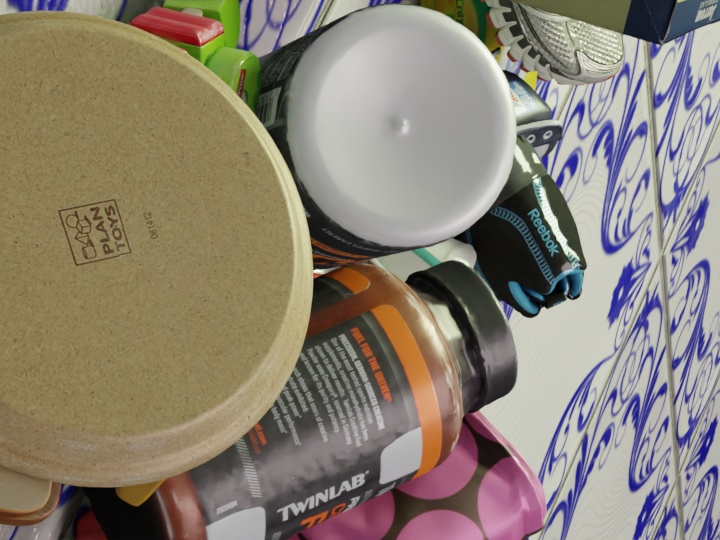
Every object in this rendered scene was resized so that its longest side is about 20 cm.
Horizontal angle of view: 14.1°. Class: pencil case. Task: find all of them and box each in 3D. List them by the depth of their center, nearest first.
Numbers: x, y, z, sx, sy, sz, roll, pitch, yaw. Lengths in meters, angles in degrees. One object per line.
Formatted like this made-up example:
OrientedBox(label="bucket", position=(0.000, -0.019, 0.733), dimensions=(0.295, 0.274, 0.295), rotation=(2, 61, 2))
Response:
OrientedBox(label="pencil case", position=(-0.012, 0.137, 1.420), dimensions=(0.200, 0.094, 0.091), rotation=(-29, 146, -16))

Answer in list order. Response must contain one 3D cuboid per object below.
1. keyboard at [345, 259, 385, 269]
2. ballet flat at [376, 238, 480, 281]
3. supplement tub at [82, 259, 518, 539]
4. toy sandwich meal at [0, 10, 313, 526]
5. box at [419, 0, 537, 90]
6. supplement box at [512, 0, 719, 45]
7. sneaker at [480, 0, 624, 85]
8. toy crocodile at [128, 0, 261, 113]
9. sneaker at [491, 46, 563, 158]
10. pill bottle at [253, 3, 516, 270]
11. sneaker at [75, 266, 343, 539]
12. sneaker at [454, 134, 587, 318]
OrientedBox(label="keyboard", position=(-0.006, 0.037, 1.526), dimensions=(0.011, 0.056, 0.200), rotation=(-45, 171, -23))
OrientedBox(label="ballet flat", position=(0.000, 0.000, 1.542), dimensions=(0.070, 0.069, 0.200), rotation=(-67, -163, -14))
OrientedBox(label="supplement tub", position=(-0.027, 0.063, 1.345), dimensions=(0.200, 0.107, 0.107), rotation=(-23, 140, -23))
OrientedBox(label="toy sandwich meal", position=(-0.113, 0.002, 1.084), dimensions=(0.205, 0.205, 0.070), rotation=(-62, -168, -29))
OrientedBox(label="box", position=(0.071, -0.134, 1.696), dimensions=(0.117, 0.048, 0.200), rotation=(-51, 152, -49))
OrientedBox(label="supplement box", position=(0.095, -0.234, 1.392), dimensions=(0.134, 0.199, 0.200), rotation=(-28, 135, -67))
OrientedBox(label="sneaker", position=(0.104, -0.178, 1.576), dimensions=(0.200, 0.082, 0.078), rotation=(60, 39, -39))
OrientedBox(label="toy crocodile", position=(-0.094, -0.069, 1.202), dimensions=(0.200, 0.067, 0.062), rotation=(-54, 152, -50))
OrientedBox(label="sneaker", position=(0.047, -0.076, 1.567), dimensions=(0.108, 0.070, 0.200), rotation=(-37, 168, 1))
OrientedBox(label="pill bottle", position=(-0.011, -0.055, 1.314), dimensions=(0.106, 0.106, 0.200), rotation=(-68, -165, -10))
OrientedBox(label="sneaker", position=(-0.076, 0.057, 1.426), dimensions=(0.200, 0.078, 0.116), rotation=(-31, 97, -34))
OrientedBox(label="sneaker", position=(0.076, -0.005, 1.554), dimensions=(0.073, 0.082, 0.200), rotation=(-33, 171, -5))
